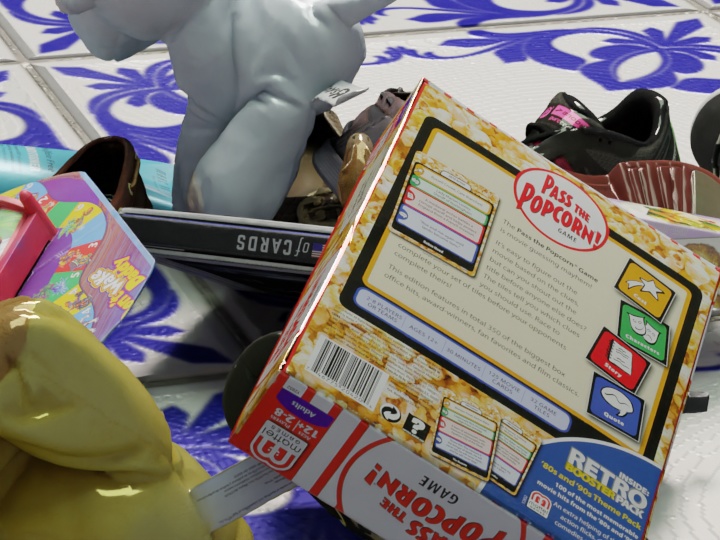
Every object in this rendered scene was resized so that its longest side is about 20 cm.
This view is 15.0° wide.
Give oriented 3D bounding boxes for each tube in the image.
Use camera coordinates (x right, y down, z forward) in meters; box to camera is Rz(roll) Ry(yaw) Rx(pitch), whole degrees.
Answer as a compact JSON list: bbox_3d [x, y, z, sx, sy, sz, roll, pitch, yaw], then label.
[{"bbox_3d":[-0.184,-0.046,1.507,0.198,0.051,0.078,2,29,-15],"label":"tube"}]

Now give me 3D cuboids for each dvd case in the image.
[{"bbox_3d":[0.000,0.000,1.332,0.199,0.025,0.150,7,-6,22],"label":"dvd case"}]

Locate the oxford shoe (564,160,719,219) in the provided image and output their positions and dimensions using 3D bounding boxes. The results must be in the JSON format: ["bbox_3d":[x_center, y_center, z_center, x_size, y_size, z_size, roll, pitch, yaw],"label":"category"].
[{"bbox_3d":[0.091,-0.013,1.401,0.198,0.075,0.071,4,53,-12],"label":"oxford shoe"}]

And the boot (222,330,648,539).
[{"bbox_3d":[0.039,0.090,1.140,0.203,0.074,0.154,33,0,2],"label":"boot"}]

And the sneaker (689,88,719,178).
[{"bbox_3d":[0.227,-0.051,1.520,0.082,0.072,0.200,-10,25,-24],"label":"sneaker"}]

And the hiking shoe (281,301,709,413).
[{"bbox_3d":[0.058,0.054,1.270,0.199,0.076,0.100,14,5,30],"label":"hiking shoe"}]

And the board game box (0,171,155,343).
[{"bbox_3d":[-0.186,0.006,1.277,0.158,0.039,0.200,-35,32,-5],"label":"board game box"}]

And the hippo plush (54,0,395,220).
[{"bbox_3d":[-0.090,-0.115,1.435,0.160,0.160,0.200,31,-13,-10],"label":"hippo plush"}]

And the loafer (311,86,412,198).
[{"bbox_3d":[0.027,-0.068,1.494,0.072,0.063,0.200,46,13,1],"label":"loafer"}]

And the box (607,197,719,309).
[{"bbox_3d":[0.180,-0.003,1.362,0.199,0.042,0.039,10,13,-39],"label":"box"}]

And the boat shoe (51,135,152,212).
[{"bbox_3d":[-0.159,-0.010,1.383,0.070,0.071,0.200,7,24,10],"label":"boat shoe"}]

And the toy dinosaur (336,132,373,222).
[{"bbox_3d":[0.033,0.031,1.185,0.060,0.200,0.106,-38,20,-1],"label":"toy dinosaur"}]

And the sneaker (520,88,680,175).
[{"bbox_3d":[0.097,-0.052,1.487,0.076,0.084,0.199,21,33,41],"label":"sneaker"}]

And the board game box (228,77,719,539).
[{"bbox_3d":[0.051,0.031,1.049,0.151,0.046,0.200,33,39,-5],"label":"board game box"}]

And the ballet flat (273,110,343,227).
[{"bbox_3d":[-0.026,-0.055,1.535,0.067,0.047,0.200,0,22,-5],"label":"ballet flat"}]

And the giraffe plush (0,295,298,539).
[{"bbox_3d":[-0.126,0.088,1.060,0.199,0.174,0.162,-11,8,-19],"label":"giraffe plush"}]
